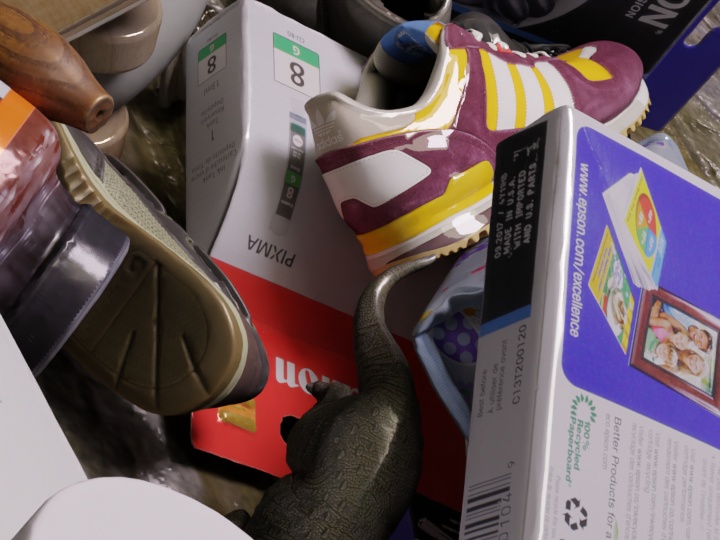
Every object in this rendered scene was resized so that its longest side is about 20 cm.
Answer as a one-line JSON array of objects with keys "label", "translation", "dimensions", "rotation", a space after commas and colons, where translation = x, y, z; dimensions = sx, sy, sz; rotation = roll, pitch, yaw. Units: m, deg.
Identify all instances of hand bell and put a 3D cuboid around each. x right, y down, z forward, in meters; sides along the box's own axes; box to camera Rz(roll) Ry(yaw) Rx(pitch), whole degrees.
[{"label": "hand bell", "translation": [-0.170, -0.108, 0.849], "dimensions": [0.200, 0.104, 0.104], "rotation": [35, 23, 21]}]

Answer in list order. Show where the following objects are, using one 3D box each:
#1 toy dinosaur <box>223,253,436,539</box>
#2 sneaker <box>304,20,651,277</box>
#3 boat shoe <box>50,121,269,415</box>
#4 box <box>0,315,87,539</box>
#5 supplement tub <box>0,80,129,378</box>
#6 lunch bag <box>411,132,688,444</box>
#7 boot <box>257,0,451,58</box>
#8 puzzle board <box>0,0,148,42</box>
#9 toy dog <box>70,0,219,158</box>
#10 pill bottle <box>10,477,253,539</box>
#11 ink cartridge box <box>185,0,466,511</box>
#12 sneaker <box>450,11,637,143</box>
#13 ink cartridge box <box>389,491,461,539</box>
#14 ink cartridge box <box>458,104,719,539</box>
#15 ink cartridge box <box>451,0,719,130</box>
[{"label": "toy dinosaur", "translation": [-0.013, 0.085, 0.793], "dimensions": [0.077, 0.200, 0.102], "rotation": [46, -15, -13]}, {"label": "sneaker", "translation": [0.055, -0.076, 0.965], "dimensions": [0.200, 0.075, 0.090], "rotation": [-39, 105, -48]}, {"label": "boat shoe", "translation": [-0.113, -0.012, 0.881], "dimensions": [0.201, 0.072, 0.066], "rotation": [41, 2, 24]}, {"label": "box", "translation": [-0.203, 0.045, 0.600], "dimensions": [0.200, 0.131, 0.199], "rotation": [5, 45, -49]}, {"label": "supplement tub", "translation": [-0.180, -0.042, 0.787], "dimensions": [0.200, 0.107, 0.107], "rotation": [36, 27, -10]}, {"label": "lunch bag", "translation": [0.124, 0.063, 0.908], "dimensions": [0.200, 0.127, 0.170], "rotation": [63, 17, -7]}, {"label": "boot", "translation": [-0.008, -0.136, 1.085], "dimensions": [0.182, 0.072, 0.200], "rotation": [53, -6, 24]}, {"label": "puzzle board", "translation": [-0.159, -0.148, 0.930], "dimensions": [0.200, 0.150, 0.017], "rotation": [50, -15, 40]}, {"label": "toy dog", "translation": [-0.114, -0.128, 0.989], "dimensions": [0.096, 0.132, 0.200], "rotation": [29, 24, 3]}, {"label": "pill bottle", "translation": [-0.095, 0.142, 0.522], "dimensions": [0.111, 0.200, 0.111], "rotation": [32, 28, -19]}, {"label": "ink cartridge box", "translation": [0.000, 0.000, 0.957], "dimensions": [0.161, 0.050, 0.201], "rotation": [24, 48, -36]}, {"label": "sneaker", "translation": [0.094, -0.090, 1.169], "dimensions": [0.076, 0.091, 0.200], "rotation": [65, 8, 22]}, {"label": "ink cartridge box", "translation": [0.089, 0.167, 0.901], "dimensions": [0.200, 0.044, 0.094], "rotation": [27, 31, -28]}, {"label": "ink cartridge box", "translation": [0.121, 0.072, 0.758], "dimensions": [0.200, 0.043, 0.199], "rotation": [24, 60, -32]}, {"label": "ink cartridge box", "translation": [0.129, -0.148, 1.205], "dimensions": [0.199, 0.198, 0.044], "rotation": [17, 51, -19]}]
